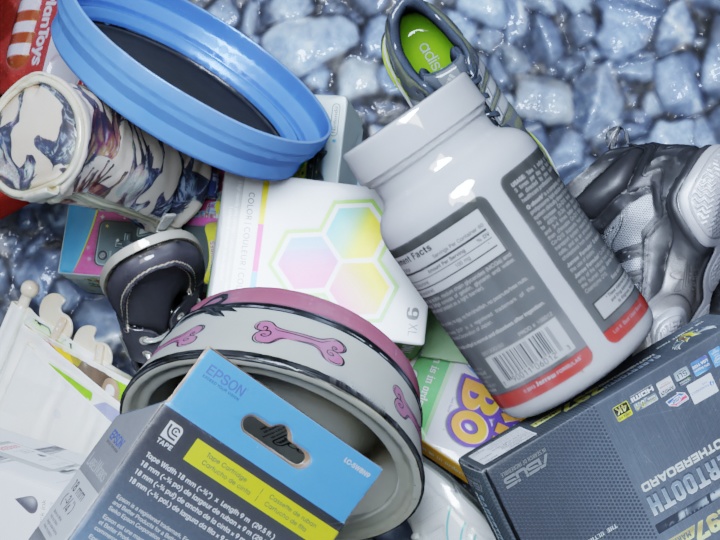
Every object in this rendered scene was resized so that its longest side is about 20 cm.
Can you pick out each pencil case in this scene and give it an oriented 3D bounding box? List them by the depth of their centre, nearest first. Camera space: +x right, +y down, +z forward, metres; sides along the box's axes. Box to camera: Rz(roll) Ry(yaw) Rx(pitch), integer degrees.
[{"bbox_3d":[-0.167,-0.071,1.032,0.078,0.200,0.090,-24,78,17],"label":"pencil case"}]

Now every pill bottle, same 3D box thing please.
[{"bbox_3d":[0.085,-0.017,0.993,0.116,0.116,0.200,-35,94,3],"label":"pill bottle"}]

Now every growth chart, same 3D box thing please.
[{"bbox_3d":[-0.211,0.110,1.125,0.200,0.018,0.145,42,107,30],"label":"growth chart"}]

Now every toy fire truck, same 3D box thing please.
[{"bbox_3d":[-0.247,-0.135,1.145,0.168,0.112,0.200,5,79,39],"label":"toy fire truck"}]

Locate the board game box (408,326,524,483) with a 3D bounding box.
[{"bbox_3d":[0.077,0.091,1.088,0.200,0.030,0.096,33,67,14],"label":"board game box"}]

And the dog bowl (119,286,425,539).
[{"bbox_3d":[-0.049,0.090,1.014,0.200,0.200,0.074,7,50,13],"label":"dog bowl"}]

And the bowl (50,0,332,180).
[{"bbox_3d":[-0.113,-0.128,1.043,0.201,0.201,0.039,40,110,17],"label":"bowl"}]

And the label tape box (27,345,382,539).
[{"bbox_3d":[-0.104,0.159,0.958,0.144,0.063,0.200,38,84,-22],"label":"label tape box"}]

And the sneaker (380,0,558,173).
[{"bbox_3d":[0.072,-0.112,1.118,0.074,0.081,0.200,-37,73,2],"label":"sneaker"}]

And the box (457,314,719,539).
[{"bbox_3d":[0.183,0.142,0.997,0.200,0.051,0.158,-28,100,-13],"label":"box"}]

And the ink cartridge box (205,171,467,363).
[{"bbox_3d":[0.000,0.000,1.064,0.200,0.059,0.104,8,77,-2],"label":"ink cartridge box"}]

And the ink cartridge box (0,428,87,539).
[{"bbox_3d":[-0.224,0.198,1.065,0.200,0.083,0.147,12,98,34],"label":"ink cartridge box"}]

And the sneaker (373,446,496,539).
[{"bbox_3d":[0.067,0.200,1.057,0.080,0.070,0.200,-43,74,3],"label":"sneaker"}]

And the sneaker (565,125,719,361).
[{"bbox_3d":[0.182,0.000,1.079,0.114,0.075,0.200,20,93,30],"label":"sneaker"}]

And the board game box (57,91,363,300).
[{"bbox_3d":[-0.108,-0.053,1.153,0.200,0.064,0.148,4,78,13],"label":"board game box"}]

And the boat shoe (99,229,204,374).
[{"bbox_3d":[-0.130,0.035,1.070,0.073,0.200,0.063,-21,70,-14],"label":"boat shoe"}]

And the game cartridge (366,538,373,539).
[{"bbox_3d":[-0.094,0.168,1.116,0.200,0.041,0.133,-12,79,9],"label":"game cartridge"}]
